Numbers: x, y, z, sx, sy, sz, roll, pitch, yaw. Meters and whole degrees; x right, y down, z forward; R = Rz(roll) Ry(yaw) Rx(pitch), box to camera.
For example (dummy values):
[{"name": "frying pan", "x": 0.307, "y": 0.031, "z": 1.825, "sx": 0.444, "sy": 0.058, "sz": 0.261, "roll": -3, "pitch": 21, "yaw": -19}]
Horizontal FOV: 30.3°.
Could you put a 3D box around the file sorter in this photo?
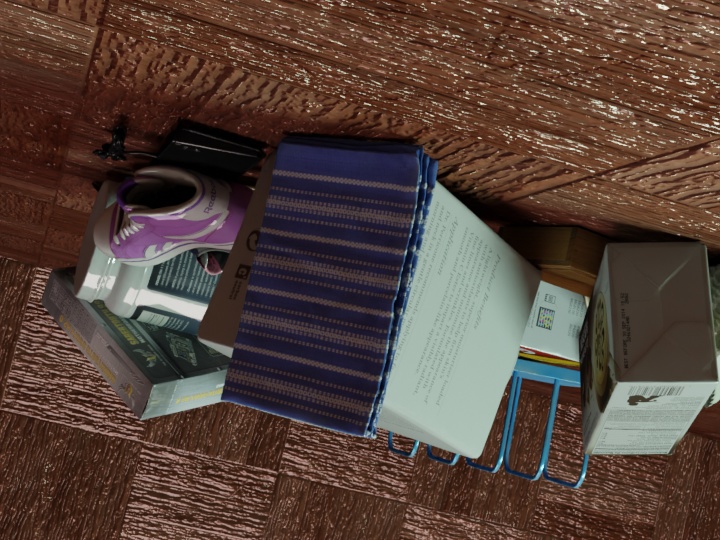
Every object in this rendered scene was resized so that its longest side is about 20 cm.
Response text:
[{"name": "file sorter", "x": 0.140, "y": 0.153, "z": 1.427, "sx": 0.198, "sy": 0.124, "sz": 0.139, "roll": 12, "pitch": 174, "yaw": -10}]

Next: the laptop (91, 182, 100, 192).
[{"name": "laptop", "x": -0.193, "y": -0.058, "z": 1.546, "sx": 0.198, "sy": 0.104, "sz": 0.177, "roll": -12, "pitch": 175, "yaw": -4}]

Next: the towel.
[{"name": "towel", "x": -0.026, "y": 0.006, "z": 0.929, "sx": 0.144, "sy": 0.202, "sz": 0.024, "roll": 10, "pitch": 175, "yaw": 38}]

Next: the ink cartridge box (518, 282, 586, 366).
[{"name": "ink cartridge box", "x": 0.173, "y": 0.050, "z": 1.396, "sx": 0.174, "sy": 0.085, "sz": 0.200, "roll": 16, "pitch": 173, "yaw": -29}]

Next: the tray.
[{"name": "tray", "x": 0.221, "y": 0.006, "z": 1.148, "sx": 0.199, "sy": 0.037, "sz": 0.098, "roll": 19, "pitch": 171, "yaw": -33}]

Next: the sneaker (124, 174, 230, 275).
[{"name": "sneaker", "x": -0.155, "y": -0.042, "z": 1.253, "sx": 0.199, "sy": 0.083, "sz": 0.070, "roll": 15, "pitch": -174, "yaw": 38}]

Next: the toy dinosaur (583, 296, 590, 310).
[{"name": "toy dinosaur", "x": 0.251, "y": 0.057, "z": 1.293, "sx": 0.060, "sy": 0.107, "sz": 0.199, "roll": 1, "pitch": 174, "yaw": 43}]

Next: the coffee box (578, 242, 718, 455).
[{"name": "coffee box", "x": 0.227, "y": 0.069, "z": 1.072, "sx": 0.079, "sy": 0.114, "sz": 0.200, "roll": 0, "pitch": 157, "yaw": 3}]

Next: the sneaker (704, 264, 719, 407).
[{"name": "sneaker", "x": 0.324, "y": 0.037, "z": 1.092, "sx": 0.099, "sy": 0.070, "sz": 0.200, "roll": -21, "pitch": 155, "yaw": -8}]

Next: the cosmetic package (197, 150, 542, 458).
[{"name": "cosmetic package", "x": 0.013, "y": 0.028, "z": 1.051, "sx": 0.164, "sy": 0.166, "sz": 0.200, "roll": 13, "pitch": 165, "yaw": 37}]

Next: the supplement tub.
[{"name": "supplement tub", "x": -0.184, "y": -0.008, "z": 1.379, "sx": 0.199, "sy": 0.142, "sz": 0.140, "roll": 16, "pitch": 173, "yaw": -18}]

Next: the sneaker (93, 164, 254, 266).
[{"name": "sneaker", "x": -0.188, "y": -0.056, "z": 1.161, "sx": 0.199, "sy": 0.073, "sz": 0.114, "roll": -10, "pitch": 162, "yaw": 37}]

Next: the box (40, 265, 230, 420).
[{"name": "box", "x": -0.222, "y": 0.066, "z": 1.425, "sx": 0.158, "sy": 0.049, "sz": 0.200, "roll": -10, "pitch": -136, "yaw": -47}]

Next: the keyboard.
[{"name": "keyboard", "x": -0.155, "y": -0.098, "z": 1.105, "sx": 0.126, "sy": 0.021, "sz": 0.200, "roll": 9, "pitch": 174, "yaw": -15}]
